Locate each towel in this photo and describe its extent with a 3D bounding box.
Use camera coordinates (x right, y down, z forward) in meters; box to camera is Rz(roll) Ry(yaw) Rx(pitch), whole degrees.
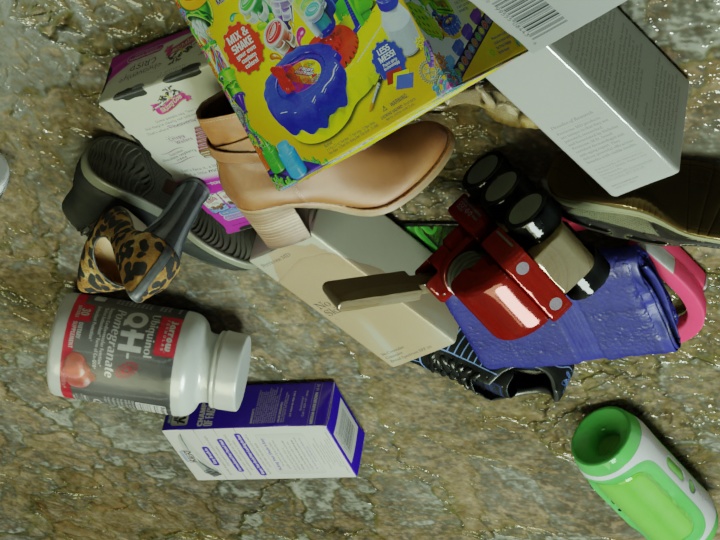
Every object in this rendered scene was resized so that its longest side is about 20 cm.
[{"bbox_3d":[0.188,0.031,1.799,0.199,0.050,0.148,-7,139,23],"label":"towel"}]

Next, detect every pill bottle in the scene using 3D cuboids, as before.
[{"bbox_3d":[-0.219,0.091,2.009,0.199,0.111,0.111,9,145,5],"label":"pill bottle"}]

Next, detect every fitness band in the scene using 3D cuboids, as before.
[{"bbox_3d":[0.241,0.008,1.822,0.143,0.038,0.200,-19,133,40],"label":"fitness band"}]

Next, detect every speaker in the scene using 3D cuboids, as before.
[{"bbox_3d":[0.306,0.228,2.060,0.088,0.089,0.200,-15,136,33],"label":"speaker"}]

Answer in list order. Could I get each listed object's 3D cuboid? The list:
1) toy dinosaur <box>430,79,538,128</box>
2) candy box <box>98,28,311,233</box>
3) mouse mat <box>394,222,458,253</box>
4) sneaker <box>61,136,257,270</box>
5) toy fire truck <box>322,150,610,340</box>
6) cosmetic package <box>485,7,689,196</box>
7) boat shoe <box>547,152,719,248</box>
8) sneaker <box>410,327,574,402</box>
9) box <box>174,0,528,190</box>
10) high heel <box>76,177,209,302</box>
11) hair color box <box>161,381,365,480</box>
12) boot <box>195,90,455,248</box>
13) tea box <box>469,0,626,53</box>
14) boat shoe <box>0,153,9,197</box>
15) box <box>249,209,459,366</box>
[{"bbox_3d":[0.145,-0.140,1.644,0.199,0.058,0.101,18,160,5],"label":"toy dinosaur"},{"bbox_3d":[-0.118,-0.127,1.721,0.136,0.061,0.200,-14,137,31],"label":"candy box"},{"bbox_3d":[0.062,0.016,1.910,0.160,0.008,0.200,0,142,17],"label":"mouse mat"},{"bbox_3d":[-0.186,-0.049,1.848,0.199,0.075,0.106,30,146,-8],"label":"sneaker"},{"bbox_3d":[0.087,0.002,1.681,0.200,0.176,0.129,-44,116,3],"label":"toy fire truck"},{"bbox_3d":[0.177,-0.161,1.550,0.071,0.102,0.200,-21,132,39],"label":"cosmetic package"},{"bbox_3d":[0.264,-0.058,1.699,0.199,0.074,0.065,17,156,15],"label":"boat shoe"},{"bbox_3d":[0.114,0.087,1.919,0.199,0.078,0.070,2,144,14],"label":"sneaker"},{"bbox_3d":[-0.011,-0.198,1.466,0.200,0.122,0.193,-28,91,42],"label":"box"},{"bbox_3d":[-0.224,0.005,1.748,0.071,0.143,0.200,41,133,-16],"label":"high heel"},{"bbox_3d":[-0.107,0.179,2.137,0.199,0.065,0.110,-4,142,19],"label":"hair color box"},{"bbox_3d":[-0.031,-0.118,1.643,0.199,0.077,0.156,-21,128,10],"label":"boot"},{"bbox_3d":[0.107,-0.296,1.301,0.200,0.198,0.133,36,138,-28],"label":"tea box"},{"bbox_3d":[-0.440,-0.103,1.851,0.199,0.072,0.068,14,144,-14],"label":"boat shoe"},{"bbox_3d":[0.000,0.000,1.834,0.200,0.078,0.095,36,140,-28],"label":"box"}]
